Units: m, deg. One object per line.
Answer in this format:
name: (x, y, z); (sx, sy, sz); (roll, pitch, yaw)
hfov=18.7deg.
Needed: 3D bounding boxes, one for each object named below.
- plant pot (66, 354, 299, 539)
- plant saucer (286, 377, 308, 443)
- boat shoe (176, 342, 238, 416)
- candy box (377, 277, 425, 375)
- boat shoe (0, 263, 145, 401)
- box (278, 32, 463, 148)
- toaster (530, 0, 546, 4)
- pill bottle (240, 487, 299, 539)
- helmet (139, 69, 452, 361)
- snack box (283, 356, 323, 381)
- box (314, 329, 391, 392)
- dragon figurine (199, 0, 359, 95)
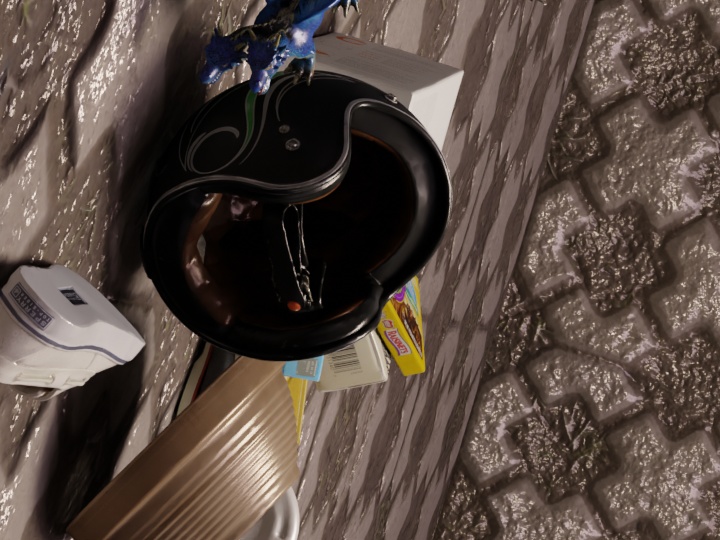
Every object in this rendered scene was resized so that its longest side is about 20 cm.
plant pot: (-0.108, 0.147, 1.564); (0.201, 0.093, 0.201); (-45, 180, 0)
plant saucer: (-0.093, 0.142, 1.985); (0.200, 0.048, 0.201); (-60, 164, -50)
boat shoe: (-0.094, 0.055, 1.806); (0.071, 0.062, 0.201); (63, 43, -72)
candy box: (0.020, 0.003, 1.936); (0.200, 0.026, 0.103); (62, 19, -57)
boat shoe: (-0.188, 0.043, 1.328); (0.070, 0.071, 0.200); (-46, 174, 4)
box: (-0.002, -0.129, 1.821); (0.200, 0.123, 0.098); (-36, 142, -72)
toaster: (0.076, -0.328, 1.714); (0.119, 0.198, 0.182); (-13, 121, -83)
pill bottle: (-0.110, 0.220, 1.812); (0.200, 0.111, 0.112); (108, 3, -74)
helmet: (-0.043, -0.047, 1.528); (0.191, 0.199, 0.201); (-53, 158, -50)
snack box: (-0.043, -0.008, 1.882); (0.200, 0.037, 0.117); (-92, -168, -60)
box: (-0.007, 0.022, 2.016); (0.201, 0.068, 0.083); (-79, 155, -57)
dragon figurine: (-0.036, -0.188, 1.447); (0.201, 0.059, 0.100); (-57, 172, -14)
